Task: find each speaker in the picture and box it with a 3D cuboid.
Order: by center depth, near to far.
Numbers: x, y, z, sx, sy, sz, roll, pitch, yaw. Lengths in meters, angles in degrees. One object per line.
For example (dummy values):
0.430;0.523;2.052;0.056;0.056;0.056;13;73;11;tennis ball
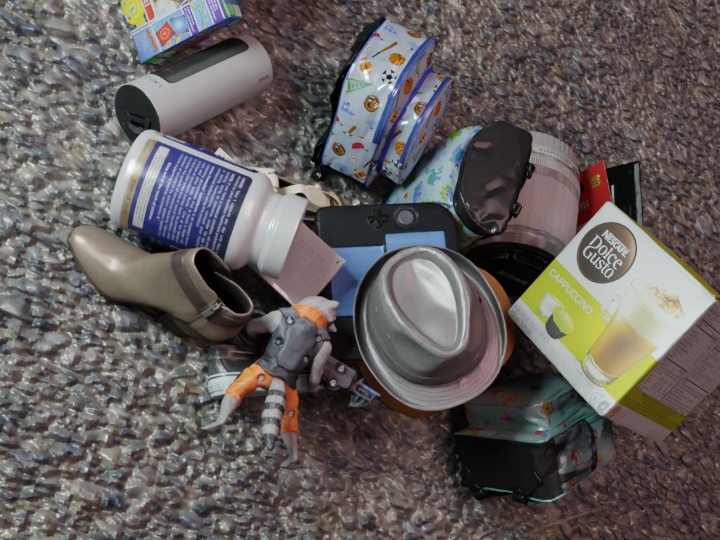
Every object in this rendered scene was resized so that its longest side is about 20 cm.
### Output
-0.199;-0.217;1.386;0.200;0.081;0.082;-35;97;-41;speaker

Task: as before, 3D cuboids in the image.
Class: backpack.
0.032;-0.220;1.493;0.153;0.191;0.201;19;53;9;backpack
0.123;-0.100;1.529;0.153;0.200;0.164;23;67;-6;backpack
0.240;0.216;1.529;0.199;0.175;0.155;-6;89;-44;backpack

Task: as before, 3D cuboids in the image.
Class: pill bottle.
-0.165;-0.069;1.271;0.199;0.116;0.116;21;57;0;pill bottle

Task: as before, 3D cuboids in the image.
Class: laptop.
0.381;-0.055;1.723;0.103;0.199;0.179;2;82;-33;laptop

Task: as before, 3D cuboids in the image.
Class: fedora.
0.080;0.052;1.319;0.176;0.090;0.201;-17;71;-6;fedora

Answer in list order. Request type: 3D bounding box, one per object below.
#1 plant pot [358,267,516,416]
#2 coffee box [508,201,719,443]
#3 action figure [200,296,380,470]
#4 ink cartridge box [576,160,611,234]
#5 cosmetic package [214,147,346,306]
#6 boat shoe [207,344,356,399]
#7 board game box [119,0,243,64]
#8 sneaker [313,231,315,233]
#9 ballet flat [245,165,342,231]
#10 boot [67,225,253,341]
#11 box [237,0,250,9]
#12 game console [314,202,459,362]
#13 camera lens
0.107;0.079;1.494;0.199;0.140;0.202;15;66;-36;plant pot
0.350;0.068;1.466;0.200;0.198;0.200;27;19;-51;coffee box
-0.063;0.120;1.281;0.199;0.105;0.195;25;72;-12;action figure
0.309;-0.042;1.692;0.050;0.161;0.202;2;71;-36;ink cartridge box
-0.117;-0.045;1.356;0.200;0.051;0.083;43;87;0;cosmetic package
-0.089;0.110;1.362;0.199;0.072;0.072;1;78;-38;boat shoe
-0.235;-0.366;1.371;0.034;0.135;0.201;-15;85;-66;board game box
0.000;0.000;1.451;0.198;0.070;0.083;2;73;-8;sneaker
-0.106;-0.096;1.428;0.199;0.067;0.069;12;66;-36;ballet flat
-0.210;0.004;1.250;0.200;0.146;0.071;40;55;-21;boot
-0.171;-0.447;1.468;0.101;0.112;0.202;18;60;-35;box
0.035;0.013;1.393;0.175;0.031;0.202;-1;69;-7;game console
0.228;-0.076;1.638;0.159;0.160;0.201;29;58;-29;camera lens
